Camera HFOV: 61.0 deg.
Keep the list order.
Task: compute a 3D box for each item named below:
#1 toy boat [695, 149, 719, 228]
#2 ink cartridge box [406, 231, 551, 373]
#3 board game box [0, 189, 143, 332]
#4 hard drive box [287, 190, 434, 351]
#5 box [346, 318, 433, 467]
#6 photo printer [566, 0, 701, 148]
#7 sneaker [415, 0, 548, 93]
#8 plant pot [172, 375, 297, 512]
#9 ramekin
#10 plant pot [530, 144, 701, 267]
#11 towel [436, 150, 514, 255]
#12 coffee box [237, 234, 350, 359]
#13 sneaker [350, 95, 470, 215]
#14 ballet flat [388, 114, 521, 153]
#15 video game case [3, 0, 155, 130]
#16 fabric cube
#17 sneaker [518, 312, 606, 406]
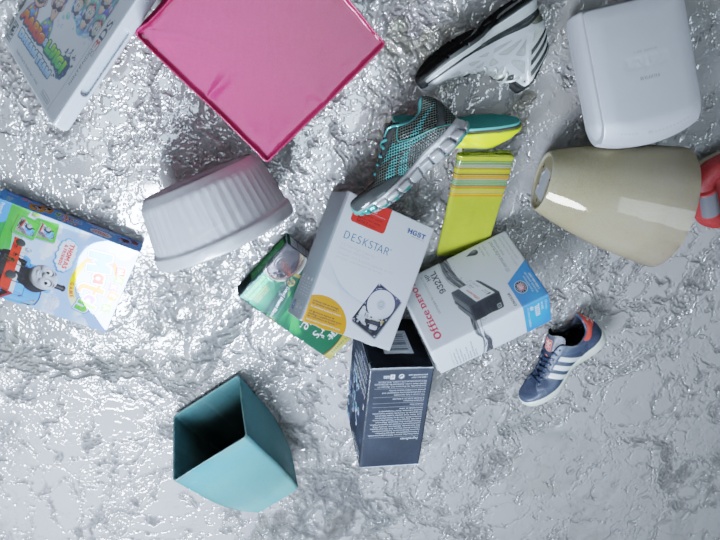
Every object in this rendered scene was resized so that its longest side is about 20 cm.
[{"bbox_3d":[0.653,-0.142,1.001,0.199,0.131,0.131,-28,119,3],"label":"toy boat"},{"bbox_3d":[0.180,0.050,0.980,0.199,0.146,0.084,-26,143,2],"label":"ink cartridge box"},{"bbox_3d":[-0.444,-0.009,0.896,0.199,0.037,0.152,22,109,-22],"label":"board game box"},{"bbox_3d":[0.000,0.000,0.931,0.155,0.077,0.201,20,88,-21],"label":"hard drive box"},{"bbox_3d":[0.044,0.205,1.038,0.106,0.149,0.201,-1,116,-11],"label":"box"},{"bbox_3d":[0.395,-0.281,0.880,0.165,0.069,0.202,-14,97,-4],"label":"photo printer"},{"bbox_3d":[0.183,-0.285,0.864,0.200,0.076,0.116,-33,116,3],"label":"sneaker"},{"bbox_3d":[-0.203,0.319,1.053,0.141,0.142,0.200,-32,125,5],"label":"plant pot"},{"bbox_3d":[-0.200,-0.084,0.825,0.201,0.202,0.095,-23,106,0],"label":"ramekin"},{"bbox_3d":[0.375,-0.117,0.944,0.198,0.188,0.189,11,114,-2],"label":"plant pot"},{"bbox_3d":[0.175,-0.101,0.957,0.085,0.018,0.201,0,135,-6],"label":"towel"},{"bbox_3d":[-0.083,0.046,0.992,0.123,0.044,0.200,-45,116,11],"label":"coffee box"},{"bbox_3d":[0.053,-0.160,0.852,0.200,0.078,0.091,-42,90,4],"label":"sneaker"},{"bbox_3d":[0.137,-0.196,0.909,0.198,0.067,0.067,-1,123,-3],"label":"ballet flat"},{"bbox_3d":[-0.331,-0.288,0.703,0.182,0.200,0.024,-49,150,14],"label":"video game case"},{"bbox_3d":[-0.120,-0.289,0.732,0.196,0.200,0.200,-40,117,11],"label":"fabric cube"},{"bbox_3d":[0.353,0.158,1.123,0.200,0.075,0.084,-47,117,2],"label":"sneaker"}]
